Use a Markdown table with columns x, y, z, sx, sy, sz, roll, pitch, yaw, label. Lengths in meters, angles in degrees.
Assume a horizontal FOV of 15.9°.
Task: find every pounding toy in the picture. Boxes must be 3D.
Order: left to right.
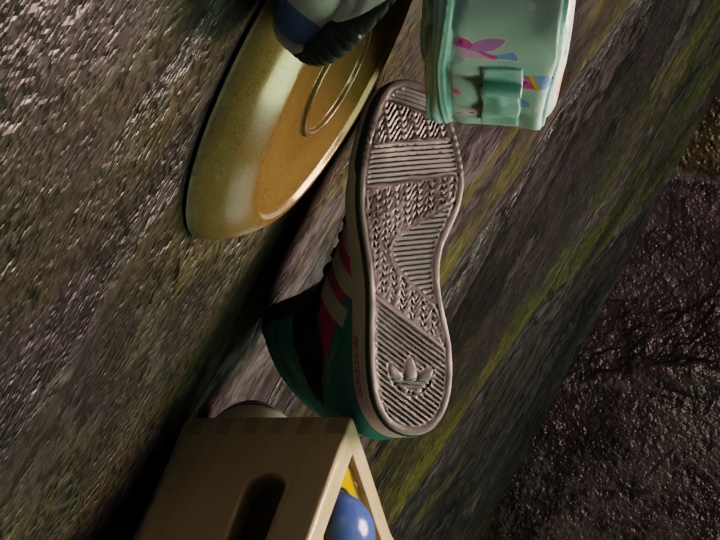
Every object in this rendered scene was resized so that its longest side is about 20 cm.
| x | y | z | sx | sy | sz | roll | pitch | yaw | label |
| --- | --- | --- | --- | --- | --- | --- | --- | --- | --- |
| -0.033 | 0.214 | 1.395 | 0.201 | 0.141 | 0.185 | -69 | 150 | -47 | pounding toy |

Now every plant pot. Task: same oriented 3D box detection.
| x | y | z | sx | sy | sz | roll | pitch | yaw | label |
| --- | --- | --- | --- | --- | --- | --- | --- | --- | --- |
| -0.020 | -0.098 | 1.235 | 0.201 | 0.027 | 0.200 | -58 | 169 | -18 | plant pot |

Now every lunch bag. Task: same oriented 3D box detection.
| x | y | z | sx | sy | sz | roll | pitch | yaw | label |
| --- | --- | --- | --- | --- | --- | --- | --- | --- | --- |
| 0.069 | -0.153 | 1.256 | 0.200 | 0.077 | 0.162 | 73 | 26 | -79 | lunch bag |

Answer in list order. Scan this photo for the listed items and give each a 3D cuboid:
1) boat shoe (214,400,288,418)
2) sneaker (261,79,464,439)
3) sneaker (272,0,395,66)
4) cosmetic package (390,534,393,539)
| x | y | z | sx | sy | sz | roll | pitch | yaw | label |
| --- | --- | --- | --- | --- | --- | --- | --- | --- | --- |
| -0.062 | 0.120 | 1.557 | 0.201 | 0.074 | 0.093 | 92 | 1 | -50 | boat shoe |
| 0.000 | 0.000 | 1.460 | 0.120 | 0.083 | 0.202 | -16 | -113 | 56 | sneaker |
| -0.004 | -0.149 | 1.052 | 0.076 | 0.077 | 0.200 | -57 | -177 | -26 | sneaker |
| -0.070 | 0.236 | 1.687 | 0.201 | 0.103 | 0.073 | -61 | 176 | -7 | cosmetic package |
